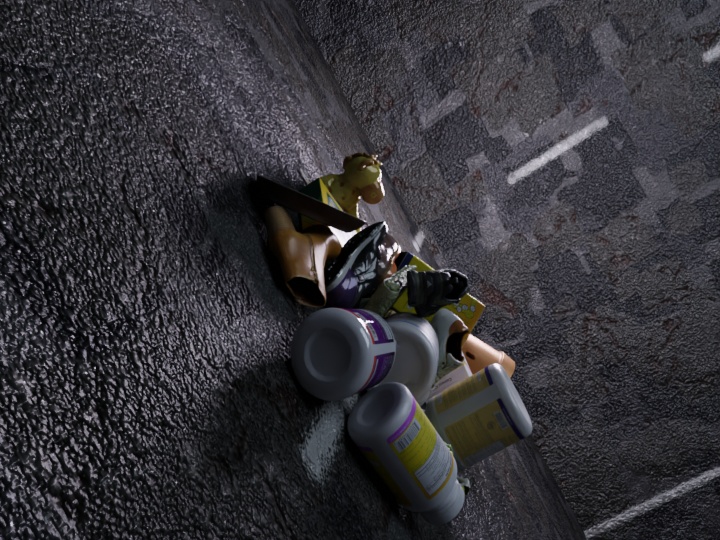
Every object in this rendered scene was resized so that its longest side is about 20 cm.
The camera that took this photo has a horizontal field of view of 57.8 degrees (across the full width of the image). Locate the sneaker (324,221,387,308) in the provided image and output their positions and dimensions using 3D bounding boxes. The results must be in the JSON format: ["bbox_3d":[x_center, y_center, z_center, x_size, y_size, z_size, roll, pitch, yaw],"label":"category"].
[{"bbox_3d":[0.000,0.000,1.148,0.088,0.075,0.201,52,52,-18],"label":"sneaker"}]

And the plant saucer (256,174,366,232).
[{"bbox_3d":[-0.084,-0.105,1.073,0.195,0.033,0.200,23,5,-2],"label":"plant saucer"}]

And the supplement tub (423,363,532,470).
[{"bbox_3d":[0.210,0.285,1.239,0.147,0.197,0.146,55,13,-20],"label":"supplement tub"}]

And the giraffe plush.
[{"bbox_3d":[-0.016,-0.182,1.440,0.202,0.159,0.174,54,13,-29],"label":"giraffe plush"}]

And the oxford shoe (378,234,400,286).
[{"bbox_3d":[0.034,-0.041,1.281,0.074,0.070,0.201,53,14,-19],"label":"oxford shoe"}]

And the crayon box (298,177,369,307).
[{"bbox_3d":[-0.045,-0.053,1.275,0.202,0.057,0.175,54,15,-33],"label":"crayon box"}]

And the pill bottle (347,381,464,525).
[{"bbox_3d":[0.071,0.264,0.922,0.202,0.102,0.105,57,12,-21],"label":"pill bottle"}]

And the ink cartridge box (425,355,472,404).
[{"bbox_3d":[0.191,0.247,1.447,0.068,0.115,0.203,45,19,-52],"label":"ink cartridge box"}]

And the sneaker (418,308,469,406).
[{"bbox_3d":[0.143,0.181,1.227,0.071,0.205,0.084,8,18,-42],"label":"sneaker"}]

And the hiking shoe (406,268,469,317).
[{"bbox_3d":[0.139,0.040,1.118,0.200,0.097,0.078,17,71,-74],"label":"hiking shoe"}]

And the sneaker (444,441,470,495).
[{"bbox_3d":[0.113,0.298,1.091,0.203,0.075,0.075,60,14,5],"label":"sneaker"}]

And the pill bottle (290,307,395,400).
[{"bbox_3d":[-0.015,0.110,0.893,0.115,0.111,0.200,62,11,11],"label":"pill bottle"}]

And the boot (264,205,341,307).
[{"bbox_3d":[-0.076,-0.005,1.020,0.200,0.070,0.147,30,34,-56],"label":"boot"}]

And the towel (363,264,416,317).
[{"bbox_3d":[0.034,0.060,1.135,0.036,0.150,0.200,38,18,5],"label":"towel"}]

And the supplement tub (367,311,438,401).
[{"bbox_3d":[0.070,0.144,1.109,0.134,0.130,0.200,60,9,3],"label":"supplement tub"}]

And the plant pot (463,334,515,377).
[{"bbox_3d":[0.279,0.261,1.669,0.140,0.201,0.200,42,12,0],"label":"plant pot"}]

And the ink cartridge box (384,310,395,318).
[{"bbox_3d":[0.082,0.057,1.499,0.203,0.083,0.145,59,12,-3],"label":"ink cartridge box"}]

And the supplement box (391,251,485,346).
[{"bbox_3d":[0.134,0.060,1.320,0.197,0.111,0.109,34,-3,-12],"label":"supplement box"}]
